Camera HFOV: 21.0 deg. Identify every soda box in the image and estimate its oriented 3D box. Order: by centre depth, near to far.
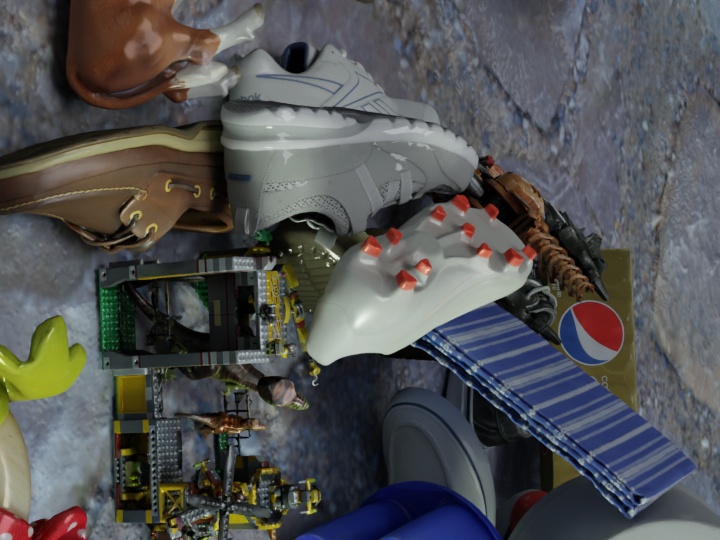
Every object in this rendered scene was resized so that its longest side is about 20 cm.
[{"bbox_3d":[0.170,0.087,1.455,0.064,0.067,0.201,106,-15,-75],"label":"soda box"}]

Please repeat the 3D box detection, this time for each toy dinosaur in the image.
[{"bbox_3d":[0.096,-0.021,1.304,0.136,0.102,0.200,52,16,-32],"label":"toy dinosaur"}]

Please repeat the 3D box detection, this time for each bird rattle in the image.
[{"bbox_3d":[-0.204,0.111,0.940,0.163,0.112,0.201,-15,112,-44],"label":"bird rattle"}]

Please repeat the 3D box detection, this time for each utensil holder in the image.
[{"bbox_3d":[0.178,0.218,1.217,0.200,0.169,0.171,174,-89,-89],"label":"utensil holder"}]

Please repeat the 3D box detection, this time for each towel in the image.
[{"bbox_3d":[0.113,0.076,1.208,0.024,0.200,0.145,-56,164,17],"label":"towel"}]

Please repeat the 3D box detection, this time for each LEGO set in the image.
[{"bbox_3d":[-0.064,0.068,1.098,0.153,0.115,0.201,16,73,-54],"label":"LEGO set"}]

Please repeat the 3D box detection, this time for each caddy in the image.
[{"bbox_3d":[0.031,0.233,1.201,0.105,0.141,0.201,-7,93,-53],"label":"caddy"}]

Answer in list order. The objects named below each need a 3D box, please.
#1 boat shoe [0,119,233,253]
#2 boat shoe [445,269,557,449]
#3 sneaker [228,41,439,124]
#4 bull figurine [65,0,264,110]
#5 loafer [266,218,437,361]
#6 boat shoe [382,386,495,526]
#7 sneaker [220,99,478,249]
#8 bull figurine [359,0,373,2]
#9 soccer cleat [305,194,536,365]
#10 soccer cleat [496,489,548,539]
[{"bbox_3d":[-0.126,-0.043,1.061,0.200,0.072,0.068,-12,94,-58],"label":"boat shoe"},{"bbox_3d":[0.111,0.032,1.402,0.072,0.071,0.201,24,66,-52],"label":"boat shoe"},{"bbox_3d":[-0.012,-0.104,1.241,0.200,0.074,0.088,-7,87,-57],"label":"sneaker"},{"bbox_3d":[-0.116,-0.188,1.084,0.121,0.065,0.201,4,90,-23],"label":"bull figurine"},{"bbox_3d":[0.000,0.000,1.247,0.200,0.076,0.068,43,51,-58],"label":"loafer"},{"bbox_3d":[0.054,0.178,1.300,0.065,0.073,0.201,-44,121,-54],"label":"boat shoe"},{"bbox_3d":[-0.011,-0.054,1.146,0.199,0.075,0.083,2,98,-45],"label":"sneaker"},{"bbox_3d":[-0.043,-0.250,1.204,0.200,0.065,0.122,23,71,-48],"label":"bull figurine"},{"bbox_3d":[0.034,0.006,1.140,0.069,0.078,0.200,48,29,16],"label":"soccer cleat"},{"bbox_3d":[0.120,0.257,1.375,0.068,0.085,0.201,5,75,-27],"label":"soccer cleat"}]
